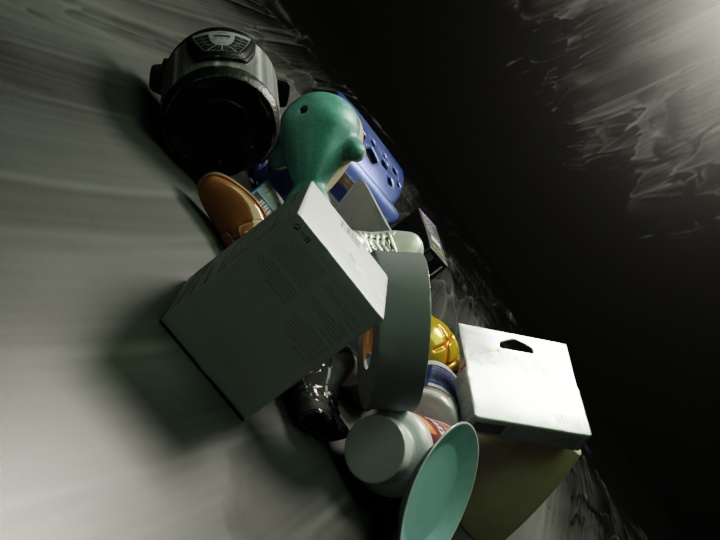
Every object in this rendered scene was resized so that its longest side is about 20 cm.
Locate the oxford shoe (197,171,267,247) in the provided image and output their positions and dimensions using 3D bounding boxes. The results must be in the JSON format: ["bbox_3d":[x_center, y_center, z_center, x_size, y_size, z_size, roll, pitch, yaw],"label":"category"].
[{"bbox_3d":[-0.157,-0.046,1.565,0.201,0.071,0.071,54,17,-7],"label":"oxford shoe"}]

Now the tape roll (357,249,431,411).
[{"bbox_3d":[0.040,0.076,1.457,0.200,0.065,0.203,-176,-90,-82],"label":"tape roll"}]

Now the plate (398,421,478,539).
[{"bbox_3d":[0.092,0.283,1.445,0.025,0.202,0.200,17,-6,28],"label":"plate"}]

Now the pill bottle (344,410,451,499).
[{"bbox_3d":[0.059,0.243,1.506,0.114,0.113,0.200,60,14,24],"label":"pill bottle"}]

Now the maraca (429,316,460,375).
[{"bbox_3d":[0.107,0.131,1.906,0.201,0.106,0.138,67,27,-47],"label":"maraca"}]

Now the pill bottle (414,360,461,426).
[{"bbox_3d":[0.101,0.206,1.746,0.111,0.111,0.200,53,14,-6],"label":"pill bottle"}]

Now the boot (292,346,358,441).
[{"bbox_3d":[-0.042,0.163,1.493,0.199,0.069,0.133,23,41,-55],"label":"boot"}]

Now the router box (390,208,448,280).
[{"bbox_3d":[0.039,0.004,1.829,0.051,0.199,0.150,47,15,-24],"label":"router box"}]

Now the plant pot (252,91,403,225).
[{"bbox_3d":[-0.054,-0.133,1.873,0.200,0.199,0.181,48,21,-27],"label":"plant pot"}]

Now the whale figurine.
[{"bbox_3d":[-0.071,-0.177,1.696,0.104,0.157,0.202,56,39,-50],"label":"whale figurine"}]

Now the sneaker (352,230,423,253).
[{"bbox_3d":[0.005,-0.023,1.578,0.085,0.198,0.073,114,-43,-57],"label":"sneaker"}]

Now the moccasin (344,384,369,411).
[{"bbox_3d":[0.024,0.153,1.680,0.074,0.077,0.201,55,13,3],"label":"moccasin"}]

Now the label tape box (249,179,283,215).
[{"bbox_3d":[-0.111,-0.026,1.679,0.201,0.066,0.143,51,14,-7],"label":"label tape box"}]

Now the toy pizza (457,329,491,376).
[{"bbox_3d":[0.172,0.190,1.923,0.031,0.202,0.200,22,10,9],"label":"toy pizza"}]

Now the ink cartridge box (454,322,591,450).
[{"bbox_3d":[0.235,0.174,1.724,0.198,0.044,0.175,12,43,-19],"label":"ink cartridge box"}]

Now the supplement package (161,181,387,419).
[{"bbox_3d":[-0.093,0.031,1.311,0.152,0.199,0.151,51,14,-12],"label":"supplement package"}]

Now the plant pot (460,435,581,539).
[{"bbox_3d":[0.238,0.302,1.795,0.188,0.199,0.188,51,14,-17],"label":"plant pot"}]

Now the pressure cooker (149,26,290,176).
[{"bbox_3d":[-0.206,-0.253,1.663,0.176,0.178,0.201,47,19,-30],"label":"pressure cooker"}]

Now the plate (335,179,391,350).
[{"bbox_3d":[0.000,0.000,1.724,0.032,0.200,0.201,-2,53,-43],"label":"plate"}]
